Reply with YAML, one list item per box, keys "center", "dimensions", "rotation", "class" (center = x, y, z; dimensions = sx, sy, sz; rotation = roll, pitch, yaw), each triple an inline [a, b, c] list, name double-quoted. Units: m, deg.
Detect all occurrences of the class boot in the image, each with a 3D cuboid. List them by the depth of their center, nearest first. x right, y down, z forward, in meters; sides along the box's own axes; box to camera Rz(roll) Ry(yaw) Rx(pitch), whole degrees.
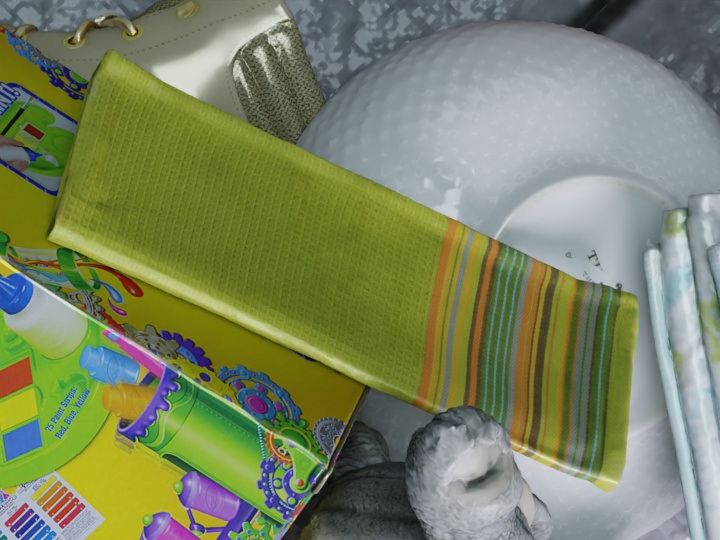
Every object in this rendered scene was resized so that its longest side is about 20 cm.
- center: [-0.108, -0.082, 0.956]
  dimensions: [0.155, 0.073, 0.200]
  rotation: [-31, 92, -8]
  class: "boot"

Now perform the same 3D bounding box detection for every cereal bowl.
- center: [0.067, 0.011, 0.940]
  dimensions: [0.200, 0.083, 0.201]
  rotation: [-2, 95, -21]
  class: "cereal bowl"

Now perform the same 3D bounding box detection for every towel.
- center: [0.000, 0.000, 0.836]
  dimensions: [0.200, 0.018, 0.086]
  rotation: [25, 39, -15]
  class: "towel"
- center: [0.174, 0.061, 0.932]
  dimensions: [0.171, 0.048, 0.200]
  rotation: [-15, 96, -50]
  class: "towel"

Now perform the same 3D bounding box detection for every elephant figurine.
- center: [0.022, 0.109, 0.856]
  dimensions: [0.155, 0.142, 0.200]
  rotation: [-33, 121, 15]
  class: "elephant figurine"

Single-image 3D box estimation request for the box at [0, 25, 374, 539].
- center: [-0.122, 0.052, 0.870]
  dimensions: [0.192, 0.122, 0.200]
  rotation: [33, 120, -3]
  class: "box"
